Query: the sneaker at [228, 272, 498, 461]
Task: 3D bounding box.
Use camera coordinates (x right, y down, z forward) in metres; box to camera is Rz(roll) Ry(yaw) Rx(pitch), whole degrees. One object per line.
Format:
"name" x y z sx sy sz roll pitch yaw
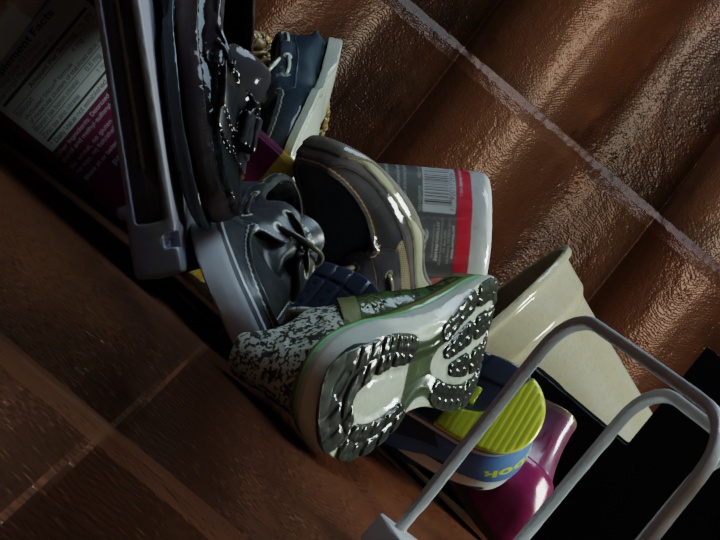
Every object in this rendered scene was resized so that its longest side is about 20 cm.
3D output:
"sneaker" 0.006 0.031 0.792 0.088 0.078 0.199 23 18 26

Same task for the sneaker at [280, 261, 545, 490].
"sneaker" 0.014 0.066 0.906 0.199 0.074 0.083 32 -27 22

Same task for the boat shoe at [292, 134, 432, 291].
"boat shoe" 0.000 0.000 1.009 0.074 0.074 0.201 15 -34 37

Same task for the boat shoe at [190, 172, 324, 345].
"boat shoe" -0.052 -0.012 0.875 0.200 0.066 0.070 -102 169 -74

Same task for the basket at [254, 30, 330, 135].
"basket" -0.120 -0.132 1.311 0.149 0.143 0.200 41 -16 8

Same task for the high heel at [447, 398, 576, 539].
"high heel" 0.031 0.102 0.970 0.199 0.097 0.068 15 -30 32

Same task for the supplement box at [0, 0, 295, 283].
"supplement box" -0.156 -0.102 0.991 0.200 0.103 0.131 40 1 -27

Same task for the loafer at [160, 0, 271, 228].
"loafer" -0.076 -0.121 0.845 0.072 0.062 0.202 77 3 -65

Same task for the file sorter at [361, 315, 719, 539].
"file sorter" 0.128 0.134 0.573 0.200 0.125 0.139 40 1 -23

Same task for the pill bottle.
"pill bottle" -0.003 -0.028 1.180 0.198 0.112 0.111 5 3 -3

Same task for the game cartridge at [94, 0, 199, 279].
"game cartridge" -0.120 -0.096 0.846 0.130 0.038 0.202 -176 -103 -86

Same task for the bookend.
"bookend" 0.177 0.116 1.026 0.200 0.199 0.092 39 3 12

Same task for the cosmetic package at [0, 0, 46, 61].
"cosmetic package" -0.210 -0.209 0.858 0.103 0.200 0.087 40 2 26

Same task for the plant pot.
"plant pot" 0.153 0.113 1.301 0.184 0.200 0.200 51 1 -1

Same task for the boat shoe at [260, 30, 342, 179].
"boat shoe" -0.056 -0.124 1.140 0.061 0.075 0.201 14 38 -1
